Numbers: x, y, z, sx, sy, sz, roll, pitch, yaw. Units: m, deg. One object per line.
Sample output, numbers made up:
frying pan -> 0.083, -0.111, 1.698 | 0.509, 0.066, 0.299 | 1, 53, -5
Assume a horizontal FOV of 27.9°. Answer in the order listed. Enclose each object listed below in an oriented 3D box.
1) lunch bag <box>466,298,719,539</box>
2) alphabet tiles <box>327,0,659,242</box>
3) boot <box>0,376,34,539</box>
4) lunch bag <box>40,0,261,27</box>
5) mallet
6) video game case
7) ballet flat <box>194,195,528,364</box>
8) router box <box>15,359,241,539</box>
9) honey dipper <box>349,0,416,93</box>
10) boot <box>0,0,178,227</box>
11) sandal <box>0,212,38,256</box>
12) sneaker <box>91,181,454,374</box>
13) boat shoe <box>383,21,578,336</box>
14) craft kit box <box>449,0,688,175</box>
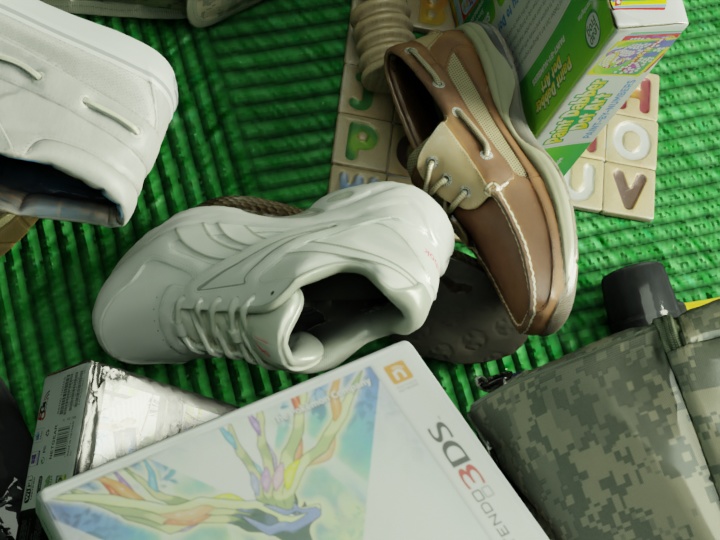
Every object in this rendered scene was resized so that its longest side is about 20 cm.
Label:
lunch bag -> 0.154, 0.122, 0.699 | 0.167, 0.139, 0.201 | -18, 73, 5
alphabet tiles -> 0.085, -0.092, 0.879 | 0.199, 0.008, 0.168 | 9, 69, -7
boot -> -0.236, 0.114, 0.709 | 0.164, 0.066, 0.201 | -23, 90, -9
lunch bag -> -0.109, -0.223, 0.804 | 0.199, 0.164, 0.118 | 3, 64, -9
mallet -> 0.233, 0.009, 0.859 | 0.199, 0.041, 0.066 | -17, 78, -20
video game case -> -0.014, 0.135, 0.636 | 0.199, 0.022, 0.183 | -21, 59, -26
ballet flat -> 0.000, 0.000, 0.808 | 0.199, 0.068, 0.046 | 15, 24, -4
router box -> -0.094, 0.160, 0.696 | 0.149, 0.051, 0.201 | 22, 64, -35
honey dipper -> 0.004, -0.204, 0.885 | 0.038, 0.038, 0.201 | -4, 67, -12
boot -> -0.192, -0.088, 0.705 | 0.199, 0.074, 0.096 | 18, 56, -9
sandal -> -0.198, -0.057, 0.778 | 0.054, 0.080, 0.200 | 38, 66, 21
sneaker -> -0.053, 0.015, 0.734 | 0.199, 0.078, 0.100 | -16, 29, 16
boat shoe -> 0.059, -0.049, 0.782 | 0.071, 0.076, 0.201 | -6, 53, -17
craft kit box -> 0.099, -0.172, 0.800 | 0.048, 0.200, 0.199 | -4, 72, -14
